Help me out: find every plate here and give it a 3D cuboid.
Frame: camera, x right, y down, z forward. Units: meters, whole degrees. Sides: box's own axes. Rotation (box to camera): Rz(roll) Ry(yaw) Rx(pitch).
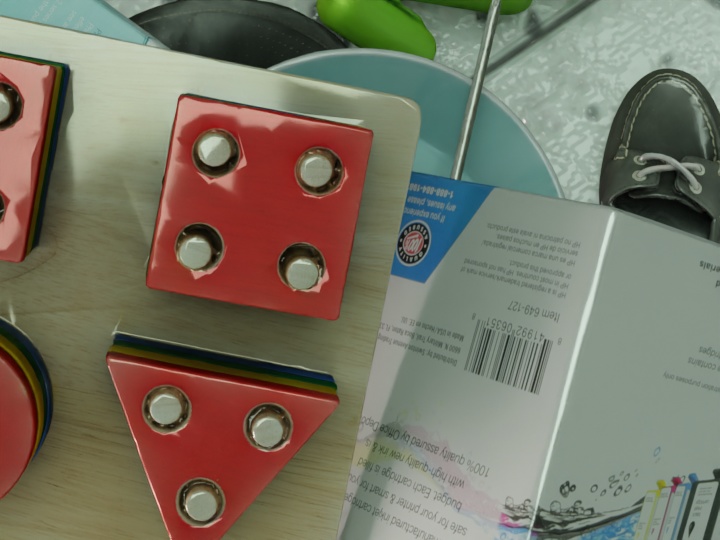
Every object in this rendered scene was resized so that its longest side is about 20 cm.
[{"bbox_3d":[0.000,0.000,0.759,0.200,0.026,0.200,0,91,-11],"label":"plate"}]

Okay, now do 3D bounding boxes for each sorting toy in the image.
[{"bbox_3d":[-0.091,0.017,0.612,0.200,0.070,0.199,11,97,-5],"label":"sorting toy"}]

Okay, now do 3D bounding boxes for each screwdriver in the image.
[{"bbox_3d":[0.035,-0.026,0.736,0.029,0.028,0.200,7,93,-39],"label":"screwdriver"}]

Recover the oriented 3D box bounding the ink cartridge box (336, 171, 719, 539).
[{"bbox_3d":[0.080,0.078,0.677,0.145,0.147,0.200,16,91,-34],"label":"ink cartridge box"}]

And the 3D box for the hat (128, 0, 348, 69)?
[{"bbox_3d":[-0.080,-0.031,0.797,0.200,0.081,0.201,0,91,-10],"label":"hat"}]

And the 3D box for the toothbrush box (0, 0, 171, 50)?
[{"bbox_3d":[-0.158,-0.061,0.700,0.200,0.085,0.146,35,94,11],"label":"toothbrush box"}]

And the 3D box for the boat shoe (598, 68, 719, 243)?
[{"bbox_3d":[0.144,-0.004,0.799,0.067,0.057,0.200,8,82,4],"label":"boat shoe"}]

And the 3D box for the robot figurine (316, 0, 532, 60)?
[{"bbox_3d":[0.027,-0.188,0.802,0.200,0.116,0.176,9,76,4],"label":"robot figurine"}]
